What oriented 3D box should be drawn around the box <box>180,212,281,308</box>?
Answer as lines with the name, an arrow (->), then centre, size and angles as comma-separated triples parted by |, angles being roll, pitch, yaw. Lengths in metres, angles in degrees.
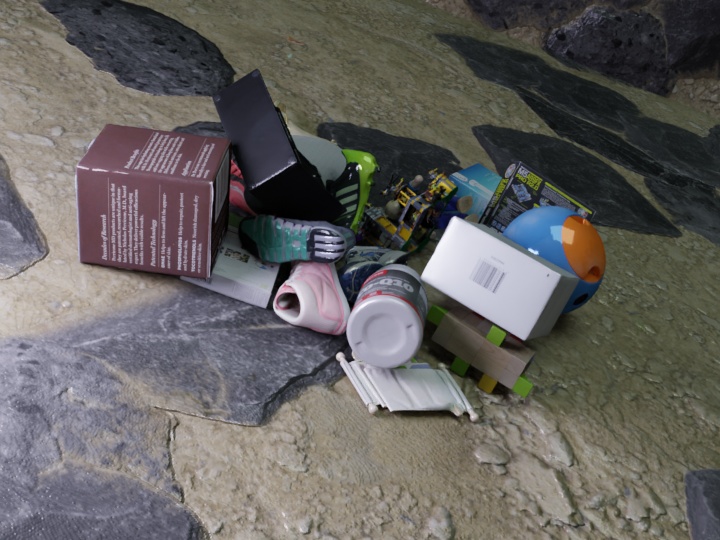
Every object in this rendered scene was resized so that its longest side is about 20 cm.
box -> -0.199, -0.024, 1.528 | 0.144, 0.036, 0.200 | 20, 31, -5

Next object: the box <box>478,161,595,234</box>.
box -> 0.346, -0.098, 1.856 | 0.200, 0.161, 0.044 | 29, -4, -18

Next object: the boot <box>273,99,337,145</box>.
boot -> -0.126, -0.274, 1.942 | 0.155, 0.073, 0.200 | 16, 32, -12

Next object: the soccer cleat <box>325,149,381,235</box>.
soccer cleat -> -0.030, -0.114, 1.647 | 0.081, 0.201, 0.068 | 19, 2, 10

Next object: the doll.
doll -> 0.129, -0.119, 1.807 | 0.200, 0.137, 0.048 | 4, 33, 43

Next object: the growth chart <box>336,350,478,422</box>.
growth chart -> 0.069, 0.170, 1.414 | 0.199, 0.018, 0.145 | 7, 33, -26

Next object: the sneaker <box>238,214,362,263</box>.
sneaker -> -0.098, -0.051, 1.502 | 0.200, 0.075, 0.087 | 12, 17, 28

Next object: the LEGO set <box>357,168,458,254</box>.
LEGO set -> 0.075, -0.113, 1.714 | 0.116, 0.200, 0.154 | 42, 51, 16

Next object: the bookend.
bookend -> -0.131, -0.188, 1.541 | 0.200, 0.092, 0.199 | 42, 21, -60

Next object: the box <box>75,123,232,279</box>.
box -> -0.306, -0.107, 1.416 | 0.199, 0.165, 0.166 | 7, 31, 0

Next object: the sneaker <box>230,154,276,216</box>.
sneaker -> -0.193, -0.136, 1.663 | 0.200, 0.087, 0.074 | 40, 68, 20

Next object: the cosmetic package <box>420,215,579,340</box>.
cosmetic package -> 0.236, 0.014, 1.556 | 0.199, 0.123, 0.200 | 31, 11, 20

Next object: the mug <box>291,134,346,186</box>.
mug -> -0.088, -0.150, 1.719 | 0.175, 0.148, 0.200 | -5, 65, -46

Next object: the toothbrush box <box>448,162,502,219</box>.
toothbrush box -> 0.284, -0.133, 1.983 | 0.200, 0.085, 0.146 | 33, 30, 18

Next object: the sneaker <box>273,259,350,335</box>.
sneaker -> -0.094, 0.019, 1.487 | 0.104, 0.075, 0.200 | 9, 36, -32

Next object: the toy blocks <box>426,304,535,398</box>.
toy blocks -> 0.209, 0.117, 1.540 | 0.200, 0.100, 0.137 | 32, 19, 13

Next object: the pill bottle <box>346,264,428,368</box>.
pill bottle -> 0.047, 0.063, 1.457 | 0.114, 0.114, 0.200 | 23, 19, 0

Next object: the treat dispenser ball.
treat dispenser ball -> 0.349, -0.018, 1.727 | 0.200, 0.201, 0.201 | 17, 30, -10

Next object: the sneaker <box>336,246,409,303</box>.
sneaker -> 0.000, 0.000, 1.603 | 0.085, 0.077, 0.200 | 25, 21, 25
